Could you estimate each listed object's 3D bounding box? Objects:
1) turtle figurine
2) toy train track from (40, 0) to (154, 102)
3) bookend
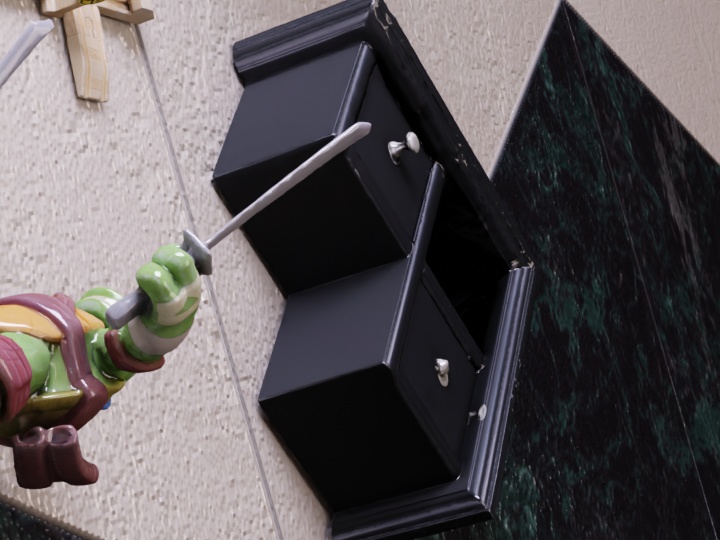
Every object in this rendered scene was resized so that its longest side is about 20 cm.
[{"bbox_3d":[-0.134,-0.005,0.868,0.144,0.201,0.194,41,27,12],"label":"turtle figurine"},{"bbox_3d":[-0.143,-0.141,1.056,0.200,0.032,0.116,6,70,-63],"label":"toy train track"},{"bbox_3d":[0.000,0.000,1.199,0.201,0.091,0.199,58,29,-29],"label":"bookend"}]
